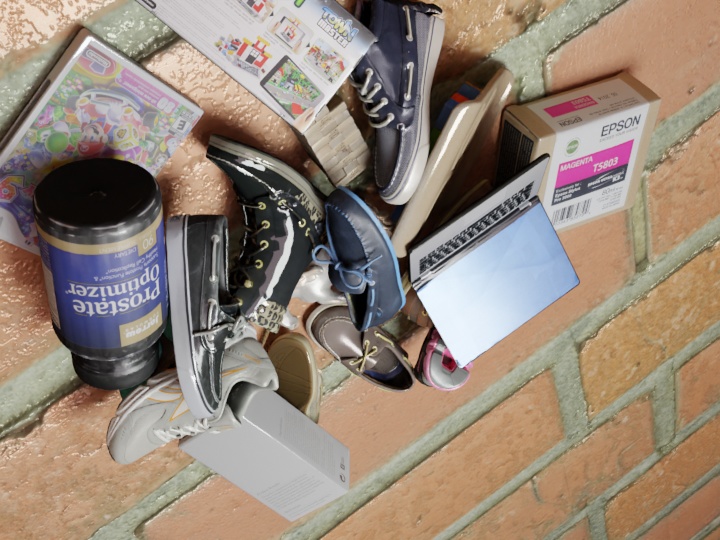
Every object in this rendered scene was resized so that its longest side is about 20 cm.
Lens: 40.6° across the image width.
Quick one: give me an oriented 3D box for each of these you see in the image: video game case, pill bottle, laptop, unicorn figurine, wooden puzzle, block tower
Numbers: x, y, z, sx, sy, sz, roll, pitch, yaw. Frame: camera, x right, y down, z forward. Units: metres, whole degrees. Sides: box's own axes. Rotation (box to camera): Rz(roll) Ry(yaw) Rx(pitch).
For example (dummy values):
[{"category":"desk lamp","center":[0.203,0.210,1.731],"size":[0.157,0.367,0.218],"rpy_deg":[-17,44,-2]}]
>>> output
[{"category":"video game case","center":[-0.252,-0.101,0.885],"size":[0.201,0.018,0.142],"rpy_deg":[-50,139,9]},{"category":"pill bottle","center":[-0.232,0.009,0.895],"size":[0.110,0.112,0.203],"rpy_deg":[-18,134,-25]},{"category":"laptop","center":[0.159,-0.004,1.106],"size":[0.186,0.117,0.200],"rpy_deg":[-35,166,-6]},{"category":"unicorn figurine","center":[-0.037,0.005,1.116],"size":[0.136,0.074,0.203],"rpy_deg":[22,95,-38]},{"category":"wooden puzzle","center":[0.093,-0.127,1.067],"size":[0.187,0.046,0.200],"rpy_deg":[-65,170,28]},{"category":"block tower","center":[-0.052,-0.169,0.956],"size":[0.054,0.058,0.201],"rpy_deg":[-37,137,-4]}]

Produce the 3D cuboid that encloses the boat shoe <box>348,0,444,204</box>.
[{"category":"boat shoe","center":[0.020,-0.172,0.970],"size":[0.091,0.074,0.205],"rpy_deg":[6,93,-35]}]

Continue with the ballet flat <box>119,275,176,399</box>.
[{"category":"ballet flat","center":[-0.192,0.069,1.045],"size":[0.072,0.068,0.202],"rpy_deg":[0,127,-47]}]

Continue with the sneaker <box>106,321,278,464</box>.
[{"category":"sneaker","center":[-0.173,0.144,1.014],"size":[0.199,0.092,0.076],"rpy_deg":[-40,154,-3]}]

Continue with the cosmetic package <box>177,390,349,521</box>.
[{"category":"cosmetic package","center":[-0.111,0.211,1.162],"size":[0.101,0.075,0.200],"rpy_deg":[-31,124,24]}]

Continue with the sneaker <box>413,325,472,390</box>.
[{"category":"sneaker","center":[0.123,0.065,1.268],"size":[0.202,0.078,0.095],"rpy_deg":[-61,-172,-20]}]

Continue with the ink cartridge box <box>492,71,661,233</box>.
[{"category":"ink cartridge box","center":[0.266,-0.138,1.219],"size":[0.197,0.075,0.167],"rpy_deg":[-19,136,-23]}]

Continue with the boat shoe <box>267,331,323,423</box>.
[{"category":"boat shoe","center":[-0.079,0.144,1.205],"size":[0.065,0.071,0.203],"rpy_deg":[-60,158,-46]}]

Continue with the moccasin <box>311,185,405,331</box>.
[{"category":"moccasin","center":[0.000,0.000,1.027],"size":[0.068,0.080,0.202],"rpy_deg":[-39,137,-14]}]

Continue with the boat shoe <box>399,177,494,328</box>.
[{"category":"boat shoe","center":[0.113,-0.019,1.190],"size":[0.202,0.067,0.072],"rpy_deg":[-57,165,20]}]

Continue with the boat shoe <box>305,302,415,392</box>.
[{"category":"boat shoe","center":[0.006,0.100,1.229],"size":[0.072,0.060,0.200],"rpy_deg":[-45,139,5]}]

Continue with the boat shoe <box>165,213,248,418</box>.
[{"category":"boat shoe","center":[-0.143,0.045,0.946],"size":[0.066,0.074,0.204],"rpy_deg":[-3,98,3]}]

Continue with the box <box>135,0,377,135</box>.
[{"category":"box","center":[-0.093,-0.222,0.833],"size":[0.199,0.035,0.110],"rpy_deg":[37,100,-24]}]

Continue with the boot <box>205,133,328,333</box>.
[{"category":"boot","center":[-0.108,-0.032,0.986],"size":[0.203,0.073,0.156],"rpy_deg":[34,82,-53]}]
